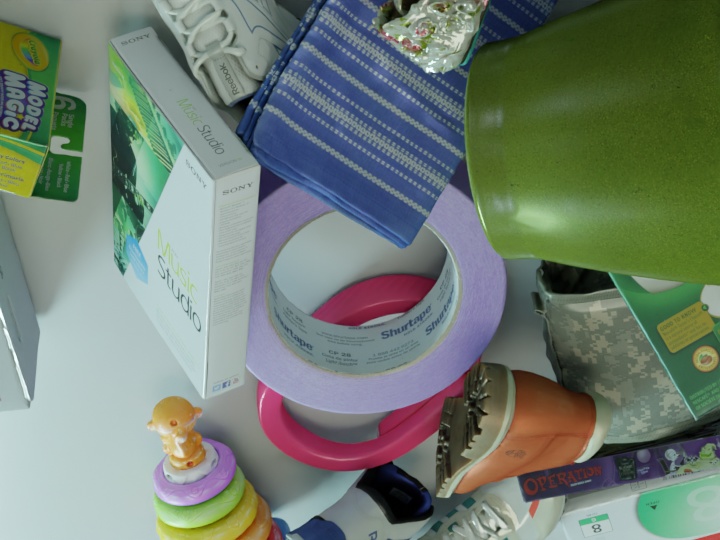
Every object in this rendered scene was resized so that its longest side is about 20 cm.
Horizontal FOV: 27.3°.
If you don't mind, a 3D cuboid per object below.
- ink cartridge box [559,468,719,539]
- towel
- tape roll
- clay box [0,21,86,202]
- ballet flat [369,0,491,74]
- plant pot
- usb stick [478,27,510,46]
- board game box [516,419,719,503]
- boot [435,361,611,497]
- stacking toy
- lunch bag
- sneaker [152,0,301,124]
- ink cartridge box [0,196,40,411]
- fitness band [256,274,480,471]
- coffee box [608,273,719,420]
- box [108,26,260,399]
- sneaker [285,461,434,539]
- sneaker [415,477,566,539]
[{"bbox_3d":[0.269,0.238,1.318,0.159,0.050,0.201,-16,130,9],"label":"ink cartridge box"},{"bbox_3d":[0.028,-0.127,0.907,0.144,0.024,0.201,31,91,-30],"label":"towel"},{"bbox_3d":[0.000,0.000,1.033,0.198,0.066,0.202,-2,121,-4],"label":"tape roll"},{"bbox_3d":[-0.258,-0.113,0.894,0.198,0.116,0.048,14,129,-19],"label":"clay box"},{"bbox_3d":[0.060,-0.209,0.839,0.063,0.076,0.202,14,106,-18],"label":"ballet flat"},{"bbox_3d":[0.166,-0.079,0.858,0.191,0.202,0.201,-4,135,21],"label":"plant pot"},{"bbox_3d":[0.117,-0.122,0.980,0.199,0.033,0.056,22,125,-23],"label":"usb stick"},{"bbox_3d":[0.231,0.135,1.149,0.198,0.033,0.120,-16,178,28],"label":"board game box"},{"bbox_3d":[0.113,0.126,1.090,0.106,0.076,0.200,8,160,-10],"label":"boot"},{"bbox_3d":[-0.130,0.181,1.199,0.115,0.110,0.201,-16,121,0],"label":"stacking toy"},{"bbox_3d":[0.226,0.029,1.074,0.198,0.118,0.165,-16,133,3],"label":"lunch bag"},{"bbox_3d":[-0.082,-0.152,0.896,0.074,0.088,0.200,-22,129,23],"label":"sneaker"},{"bbox_3d":[-0.337,0.031,1.039,0.198,0.085,0.145,-5,133,0],"label":"ink cartridge box"},{"bbox_3d":[0.008,0.081,1.157,0.143,0.038,0.200,32,121,-27],"label":"fitness band"},{"bbox_3d":[0.216,-0.021,0.961,0.122,0.044,0.201,-32,89,10],"label":"coffee box"},{"bbox_3d":[-0.117,-0.034,0.957,0.036,0.145,0.201,-20,141,-26],"label":"box"},{"bbox_3d":[0.011,0.224,1.237,0.115,0.081,0.200,-41,160,-11],"label":"sneaker"},{"bbox_3d":[0.093,0.234,1.252,0.070,0.093,0.200,50,123,8],"label":"sneaker"}]
